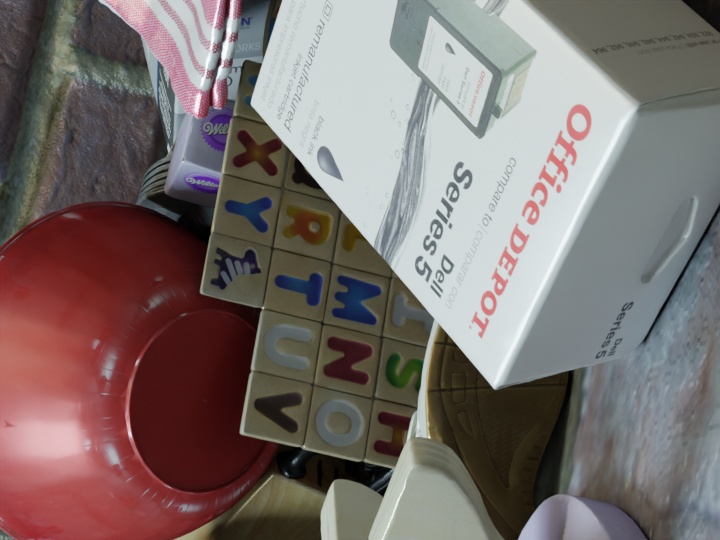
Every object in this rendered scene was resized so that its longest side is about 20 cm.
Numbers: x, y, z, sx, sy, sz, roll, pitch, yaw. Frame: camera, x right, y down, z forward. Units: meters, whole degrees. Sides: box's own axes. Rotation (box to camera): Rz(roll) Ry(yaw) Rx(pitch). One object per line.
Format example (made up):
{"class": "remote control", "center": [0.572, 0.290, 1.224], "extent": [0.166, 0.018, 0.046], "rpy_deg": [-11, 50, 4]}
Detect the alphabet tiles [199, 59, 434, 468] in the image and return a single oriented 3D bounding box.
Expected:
{"class": "alphabet tiles", "center": [0.000, 0.000, 0.863], "extent": [0.008, 0.166, 0.202], "rpy_deg": [139, 143, -65]}

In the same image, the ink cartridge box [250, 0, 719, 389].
{"class": "ink cartridge box", "center": [0.053, -0.074, 0.683], "extent": [0.200, 0.084, 0.146], "rpy_deg": [49, 134, 33]}

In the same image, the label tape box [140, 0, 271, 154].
{"class": "label tape box", "center": [-0.094, -0.182, 0.979], "extent": [0.201, 0.066, 0.144], "rpy_deg": [99, 159, -53]}

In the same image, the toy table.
{"class": "toy table", "center": [0.044, 0.156, 0.629], "extent": [0.200, 0.116, 0.185], "rpy_deg": [-112, 37, -71]}

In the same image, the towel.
{"class": "towel", "center": [-0.097, -0.200, 0.850], "extent": [0.146, 0.030, 0.201], "rpy_deg": [50, 139, 43]}

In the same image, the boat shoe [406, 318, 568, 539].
{"class": "boat shoe", "center": [0.050, 0.085, 0.774], "extent": [0.069, 0.070, 0.202], "rpy_deg": [147, 134, -71]}

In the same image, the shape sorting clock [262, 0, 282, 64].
{"class": "shape sorting clock", "center": [0.039, -0.130, 0.835], "extent": [0.039, 0.199, 0.202], "rpy_deg": [35, -119, -57]}

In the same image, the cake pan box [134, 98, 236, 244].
{"class": "cake pan box", "center": [-0.034, -0.029, 0.975], "extent": [0.184, 0.198, 0.053], "rpy_deg": [136, 148, -63]}

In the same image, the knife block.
{"class": "knife block", "center": [-0.049, 0.121, 0.961], "extent": [0.064, 0.198, 0.176], "rpy_deg": [-91, -10, -50]}

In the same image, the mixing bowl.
{"class": "mixing bowl", "center": [-0.111, 0.064, 0.880], "extent": [0.108, 0.199, 0.202], "rpy_deg": [5, 80, 50]}
